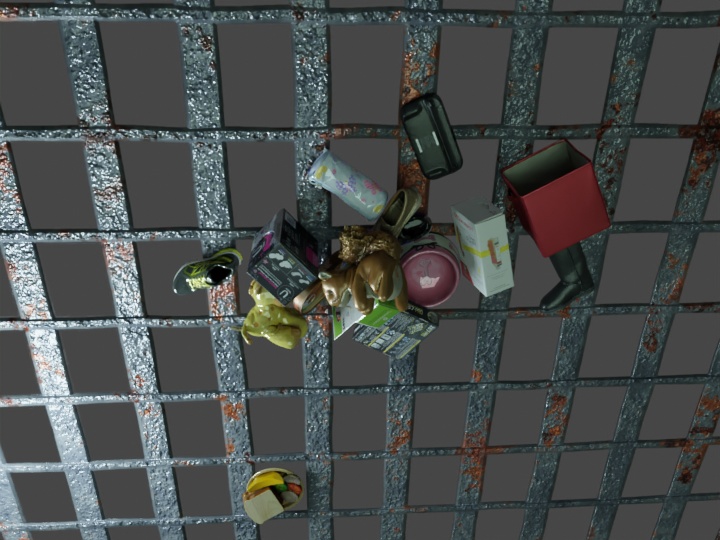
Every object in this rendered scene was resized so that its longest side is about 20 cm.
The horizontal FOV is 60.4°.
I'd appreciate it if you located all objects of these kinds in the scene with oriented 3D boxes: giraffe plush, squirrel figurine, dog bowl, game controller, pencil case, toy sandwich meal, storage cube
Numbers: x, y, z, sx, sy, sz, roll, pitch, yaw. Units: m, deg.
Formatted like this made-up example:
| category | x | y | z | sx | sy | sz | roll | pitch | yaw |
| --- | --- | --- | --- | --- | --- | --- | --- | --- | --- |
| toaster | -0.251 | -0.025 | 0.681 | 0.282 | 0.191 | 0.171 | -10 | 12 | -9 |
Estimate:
| category | x | y | z | sx | sy | sz | roll | pitch | yaw |
| --- | --- | --- | --- | --- | --- | --- | --- | --- | --- |
| giraffe plush | -0.222 | 0.082 | 1.562 | 0.196 | 0.173 | 0.165 | 4 | 113 | -20 |
| squirrel figurine | 0.000 | 0.000 | 1.414 | 0.183 | 0.141 | 0.205 | -4 | 83 | 25 |
| dog bowl | 0.169 | 0.007 | 1.602 | 0.196 | 0.074 | 0.204 | -2 | 118 | -4 |
| game controller | 0.169 | -0.311 | 1.461 | 0.103 | 0.042 | 0.202 | -15 | 118 | 20 |
| pencil case | -0.028 | -0.200 | 1.466 | 0.198 | 0.092 | 0.083 | 31 | 138 | -21 |
| toy sandwich meal | -0.274 | 0.703 | 1.935 | 0.200 | 0.071 | 0.209 | -2 | 118 | -3 |
| storage cube | 0.460 | -0.173 | 1.475 | 0.197 | 0.172 | 0.181 | -27 | 118 | 9 |

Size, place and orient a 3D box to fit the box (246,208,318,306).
| category | x | y | z | sx | sy | sz | roll | pitch | yaw |
| --- | --- | --- | --- | --- | --- | --- | --- | --- | --- |
| box | -0.184 | -0.035 | 1.480 | 0.114 | 0.201 | 0.132 | -40 | 114 | 15 |

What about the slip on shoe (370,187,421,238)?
| category | x | y | z | sx | sy | sz | roll | pitch | yaw |
| --- | --- | --- | --- | --- | --- | --- | --- | --- | --- |
| slip on shoe | 0.066 | -0.107 | 1.452 | 0.201 | 0.076 | 0.060 | -52 | 152 | 20 |

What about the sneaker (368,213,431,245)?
| category | x | y | z | sx | sy | sz | roll | pitch | yaw |
| --- | --- | --- | --- | --- | --- | --- | --- | --- | --- |
| sneaker | 0.084 | -0.090 | 1.521 | 0.197 | 0.100 | 0.071 | -23 | 95 | 4 |

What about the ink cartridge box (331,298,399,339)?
| category | x | y | z | sx | sy | sz | roll | pitch | yaw |
| --- | --- | --- | --- | --- | --- | --- | --- | --- | --- |
| ink cartridge box | 0.009 | 0.075 | 1.566 | 0.075 | 0.150 | 0.200 | 16 | 140 | -31 |

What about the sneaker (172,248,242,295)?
| category | x | y | z | sx | sy | sz | roll | pitch | yaw |
| --- | --- | --- | --- | --- | --- | --- | --- | --- | --- |
| sneaker | -0.392 | 0.010 | 1.554 | 0.197 | 0.085 | 0.075 | -28 | 116 | 10 |

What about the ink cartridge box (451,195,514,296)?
| category | x | y | z | sx | sy | sz | roll | pitch | yaw |
| --- | --- | --- | --- | --- | --- | --- | --- | --- | --- |
| ink cartridge box | 0.300 | -0.063 | 1.528 | 0.082 | 0.145 | 0.203 | -19 | 118 | -9 |

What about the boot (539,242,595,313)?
| category | x | y | z | sx | sy | sz | roll | pitch | yaw |
| --- | --- | --- | --- | --- | --- | --- | --- | --- | --- |
| boot | 0.517 | -0.003 | 1.626 | 0.163 | 0.066 | 0.202 | -30 | 120 | 2 |

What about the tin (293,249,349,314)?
| category | x | y | z | sx | sy | sz | roll | pitch | yaw |
| --- | --- | --- | --- | --- | --- | --- | --- | --- | --- |
| tin | -0.094 | 0.028 | 1.540 | 0.042 | 0.200 | 0.113 | 34 | 144 | 19 |

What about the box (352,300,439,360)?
| category | x | y | z | sx | sy | sz | roll | pitch | yaw |
| --- | --- | --- | --- | --- | --- | --- | --- | --- | --- |
| box | 0.092 | 0.151 | 1.646 | 0.159 | 0.050 | 0.200 | 25 | 137 | -14 |
